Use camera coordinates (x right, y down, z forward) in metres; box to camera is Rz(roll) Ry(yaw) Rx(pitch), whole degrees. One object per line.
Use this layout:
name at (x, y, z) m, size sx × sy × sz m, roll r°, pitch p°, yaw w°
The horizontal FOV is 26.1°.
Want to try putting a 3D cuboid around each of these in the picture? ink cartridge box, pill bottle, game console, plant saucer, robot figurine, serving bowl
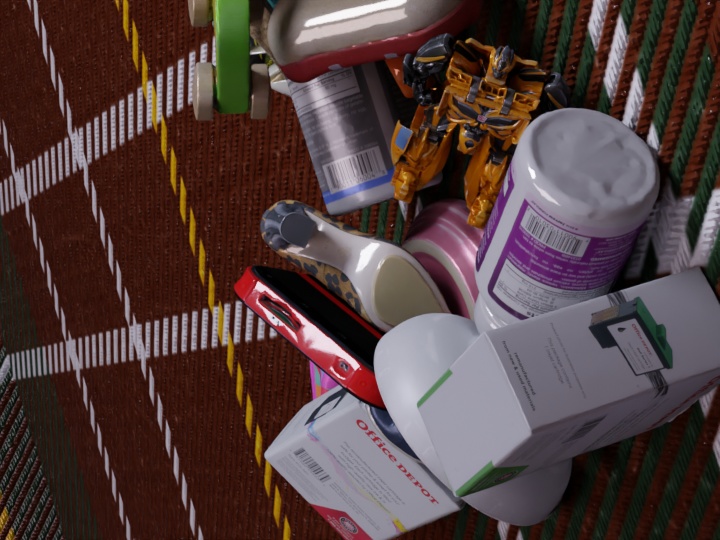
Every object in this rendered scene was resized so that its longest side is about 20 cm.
ink cartridge box at (0.163, 0.083, 1.156) m, size 0.085 × 0.198 × 0.146 m, roll 66°, pitch 152°, yaw 17°
pill bottle at (-0.005, -0.160, 1.422) m, size 0.114 × 0.113 × 0.202 m, roll -15°, pitch 93°, yaw 64°
game console at (-0.002, 0.062, 1.368) m, size 0.200 × 0.176 × 0.031 m, roll 38°, pitch 104°, yaw 32°
plant saucer at (0.089, 0.036, 1.435) m, size 0.200 × 0.050 × 0.202 m, roll 41°, pitch 140°, yaw 45°
robot figurine at (0.092, -0.113, 1.261) m, size 0.200 × 0.143 × 0.059 m, roll 110°, pitch 178°, yaw -62°
serving bowl at (0.106, 0.108, 1.275) m, size 0.066 × 0.199 × 0.201 m, roll -44°, pitch 62°, yaw 25°
pill bottle at (0.151, -0.020, 1.210) m, size 0.113 × 0.111 × 0.201 m, roll 56°, pitch 150°, yaw 28°
ink cartridge box at (0.018, 0.182, 1.539) m, size 0.146 × 0.083 × 0.200 m, roll 47°, pitch 143°, yaw -7°

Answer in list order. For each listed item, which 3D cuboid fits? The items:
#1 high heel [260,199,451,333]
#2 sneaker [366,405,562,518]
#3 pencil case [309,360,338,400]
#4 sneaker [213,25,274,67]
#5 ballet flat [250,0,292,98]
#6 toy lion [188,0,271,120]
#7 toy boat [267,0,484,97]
high heel at (0.000, 0.000, 1.419) m, size 0.199 × 0.072 × 0.143 m, roll 34°, pitch 178°, yaw -12°
sneaker at (0.096, 0.151, 1.383) m, size 0.199 × 0.075 × 0.085 m, roll 29°, pitch 166°, yaw 5°
pencil case at (-0.018, 0.113, 1.654) m, size 0.088 × 0.088 × 0.202 m, roll 25°, pitch 129°, yaw 55°
sneaker at (-0.118, -0.281, 1.520) m, size 0.201 × 0.084 × 0.074 m, roll 61°, pitch 172°, yaw -19°
ballet flat at (-0.075, -0.214, 1.496) m, size 0.065 × 0.071 × 0.201 m, roll -20°, pitch 122°, yaw 27°
toy lion at (-0.110, -0.255, 1.299) m, size 0.193 × 0.068 × 0.201 m, roll 96°, pitch 170°, yaw -47°
toy boat at (0.023, -0.200, 1.302) m, size 0.198 × 0.131 × 0.131 m, roll -7°, pitch 133°, yaw 29°
